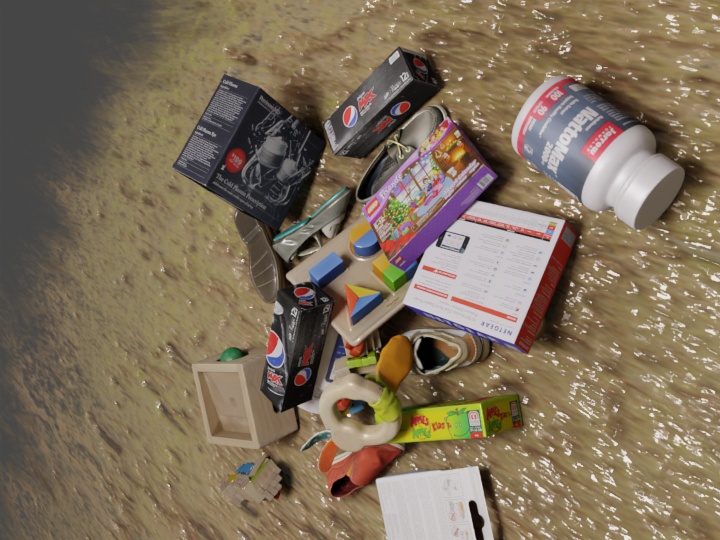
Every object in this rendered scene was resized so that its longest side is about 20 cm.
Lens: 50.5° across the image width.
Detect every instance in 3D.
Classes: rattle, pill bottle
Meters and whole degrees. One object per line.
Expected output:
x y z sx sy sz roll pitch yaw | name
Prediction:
-0.008 0.201 1.162 0.201 0.128 0.144 118 160 -44 | rattle
0.299 -0.147 0.964 0.200 0.119 0.121 45 119 31 | pill bottle
-0.054 0.134 1.296 0.110 0.110 0.203 29 110 37 | pill bottle

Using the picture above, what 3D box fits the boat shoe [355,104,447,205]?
0.064 -0.179 1.215 0.202 0.060 0.072 -52 59 30 | boat shoe

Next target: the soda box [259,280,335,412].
-0.102 0.120 1.197 0.063 0.070 0.202 38 127 35 | soda box

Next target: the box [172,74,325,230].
-0.187 -0.200 1.317 0.103 0.199 0.184 26 87 37 | box

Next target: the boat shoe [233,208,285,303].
-0.172 -0.034 1.431 0.071 0.068 0.203 -27 71 31 | boat shoe

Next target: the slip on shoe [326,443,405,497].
0.007 0.324 1.264 0.200 0.073 0.062 -41 35 40 | slip on shoe

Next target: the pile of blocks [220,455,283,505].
-0.198 0.412 1.479 0.062 0.083 0.199 45 144 -19 | pile of blocks

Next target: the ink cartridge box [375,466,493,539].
0.125 0.393 1.190 0.198 0.057 0.165 -18 79 32 | ink cartridge box

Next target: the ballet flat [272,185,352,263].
-0.073 -0.076 1.350 0.199 0.067 0.064 -32 99 32 | ballet flat

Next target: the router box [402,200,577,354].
0.178 -0.001 1.077 0.198 0.049 0.182 19 81 42 | router box

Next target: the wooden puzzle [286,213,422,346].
0.000 0.000 1.213 0.200 0.184 0.047 41 161 35 | wooden puzzle

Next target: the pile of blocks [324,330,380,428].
-0.010 0.177 1.212 0.081 0.062 0.203 12 106 -4 | pile of blocks

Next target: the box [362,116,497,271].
0.098 -0.115 1.144 0.200 0.039 0.138 -46 40 18 | box

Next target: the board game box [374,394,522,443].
0.129 0.222 1.139 0.198 0.101 0.048 -16 80 41 | board game box

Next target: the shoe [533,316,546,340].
0.178 0.058 1.122 0.198 0.053 0.071 19 104 40 | shoe

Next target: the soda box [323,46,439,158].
0.029 -0.264 1.226 0.199 0.070 0.064 -37 66 38 | soda box

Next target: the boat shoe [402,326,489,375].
0.101 0.124 1.182 0.199 0.068 0.076 -19 81 44 | boat shoe

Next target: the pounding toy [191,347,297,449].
-0.199 0.209 1.433 0.182 0.141 0.203 -6 98 42 | pounding toy
